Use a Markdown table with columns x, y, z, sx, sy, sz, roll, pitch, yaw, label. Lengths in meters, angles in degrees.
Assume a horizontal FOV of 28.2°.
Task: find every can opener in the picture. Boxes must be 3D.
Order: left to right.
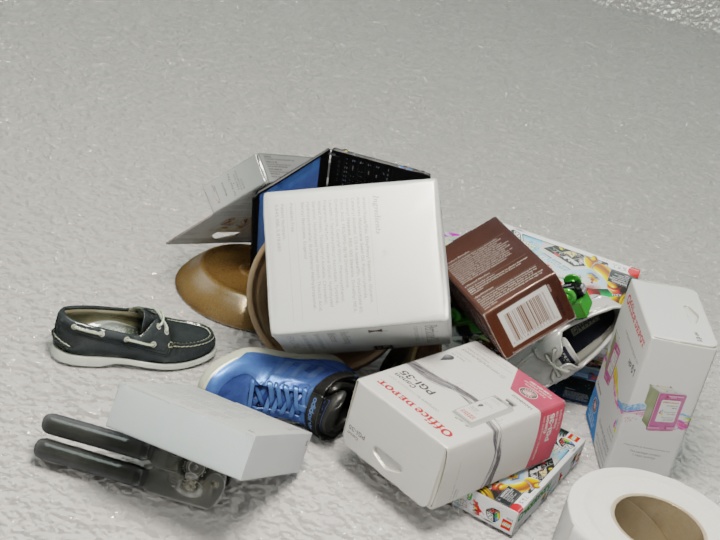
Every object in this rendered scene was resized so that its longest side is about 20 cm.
| x | y | z | sx | sy | sz | roll | pitch | yaw | label |
| --- | --- | --- | --- | --- | --- | --- | --- | --- | --- |
| -0.231 | 0.195 | 1.471 | 0.199 | 0.054 | 0.067 | 16 | -5 | 2 | can opener |

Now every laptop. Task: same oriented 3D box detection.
| x | y | z | sx | sy | sz | roll | pitch | yaw | label |
| --- | --- | --- | --- | --- | --- | --- | --- | --- | --- |
| -0.028 | -0.061 | 1.797 | 0.199 | 0.177 | 0.104 | 15 | 60 | 3 | laptop |

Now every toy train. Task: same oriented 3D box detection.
| x | y | z | sx | sy | sz | roll | pitch | yaw | label |
| --- | --- | --- | --- | --- | --- | --- | --- | --- | --- |
| 0.193 | 0.047 | 1.771 | 0.199 | 0.057 | 0.042 | -11 | 32 | 33 | toy train |

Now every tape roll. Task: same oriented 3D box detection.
| x | y | z | sx | sy | sz | roll | pitch | yaw | label |
| --- | --- | --- | --- | --- | --- | --- | --- | --- | --- |
| 0.304 | 0.295 | 1.511 | 0.201 | 0.071 | 0.203 | 12 | 27 | -6 | tape roll |

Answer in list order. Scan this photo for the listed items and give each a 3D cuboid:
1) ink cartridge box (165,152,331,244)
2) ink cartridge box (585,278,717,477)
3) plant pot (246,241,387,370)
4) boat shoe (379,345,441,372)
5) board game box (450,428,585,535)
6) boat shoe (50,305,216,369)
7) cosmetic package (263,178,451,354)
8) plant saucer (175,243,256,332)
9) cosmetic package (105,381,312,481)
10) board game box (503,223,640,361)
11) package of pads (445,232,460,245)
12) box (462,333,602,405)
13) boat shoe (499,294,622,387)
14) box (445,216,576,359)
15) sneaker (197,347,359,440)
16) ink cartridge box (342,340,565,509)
| x | y | z | sx | sy | sz | roll | pitch | yaw | label |
| --- | --- | --- | --- | --- | --- | --- | --- | --- | --- |
| -0.135 | -0.090 | 1.834 | 0.200 | 0.173 | 0.044 | -3 | 69 | -60 | ink cartridge box |
| 0.342 | 0.131 | 1.699 | 0.084 | 0.201 | 0.145 | 12 | 26 | -6 | ink cartridge box |
| -0.037 | 0.034 | 1.766 | 0.200 | 0.202 | 0.093 | 18 | -11 | 6 | plant pot |
| 0.066 | 0.126 | 1.727 | 0.068 | 0.072 | 0.200 | 43 | 30 | -10 | boat shoe |
| 0.161 | 0.217 | 1.626 | 0.126 | 0.035 | 0.200 | 25 | 29 | 21 | board game box |
| -0.257 | 0.073 | 1.661 | 0.199 | 0.061 | 0.076 | -2 | 31 | -30 | boat shoe |
| 0.000 | 0.000 | 1.639 | 0.199 | 0.166 | 0.165 | -4 | -12 | 4 | cosmetic package |
| -0.140 | 0.014 | 1.864 | 0.199 | 0.036 | 0.200 | 11 | 27 | -6 | plant saucer |
| -0.149 | 0.162 | 1.459 | 0.150 | 0.052 | 0.200 | 17 | -1 | 15 | cosmetic package |
| 0.248 | 0.028 | 1.854 | 0.199 | 0.035 | 0.127 | 19 | 70 | 9 | board game box |
| 0.097 | -0.003 | 1.944 | 0.199 | 0.069 | 0.154 | -7 | 17 | -35 | package of pads |
| 0.231 | 0.110 | 1.864 | 0.199 | 0.038 | 0.137 | 14 | 27 | -3 | box |
| 0.241 | 0.098 | 1.755 | 0.074 | 0.200 | 0.065 | 52 | -11 | -16 | boat shoe |
| 0.166 | 0.018 | 1.705 | 0.100 | 0.075 | 0.200 | -30 | 28 | -3 | box |
| -0.076 | 0.141 | 1.604 | 0.199 | 0.077 | 0.111 | 3 | 19 | -36 | sneaker |
| 0.103 | 0.165 | 1.567 | 0.200 | 0.083 | 0.146 | -14 | 38 | -43 | ink cartridge box |
